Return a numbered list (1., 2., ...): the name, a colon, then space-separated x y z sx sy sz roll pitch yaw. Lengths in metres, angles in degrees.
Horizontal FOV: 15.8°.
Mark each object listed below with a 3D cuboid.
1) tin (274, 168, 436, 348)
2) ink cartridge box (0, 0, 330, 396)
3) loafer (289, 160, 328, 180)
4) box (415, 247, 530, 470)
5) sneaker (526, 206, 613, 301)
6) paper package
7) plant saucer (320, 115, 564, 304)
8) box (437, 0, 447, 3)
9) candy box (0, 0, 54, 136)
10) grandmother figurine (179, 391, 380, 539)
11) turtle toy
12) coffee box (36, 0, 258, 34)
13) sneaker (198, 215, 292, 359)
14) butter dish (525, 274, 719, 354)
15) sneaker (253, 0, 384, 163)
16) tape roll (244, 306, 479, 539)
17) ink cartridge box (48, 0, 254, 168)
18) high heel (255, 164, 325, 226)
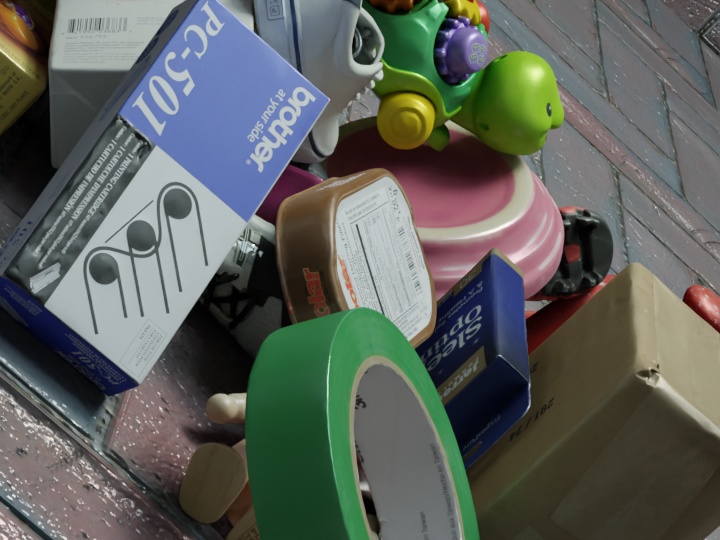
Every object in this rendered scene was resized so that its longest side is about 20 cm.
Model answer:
1. tin: 0.000 0.000 1.508 0.200 0.042 0.112 -34 104 -72
2. ink cartridge box: -0.107 -0.042 1.364 0.094 0.200 0.044 41 -27 -16
3. loafer: -0.034 0.001 1.627 0.072 0.063 0.200 23 37 -48
4. box: 0.049 0.070 1.552 0.032 0.121 0.200 41 18 -15
5. sneaker: 0.072 -0.010 1.806 0.200 0.071 0.098 -7 12 -25
6. paper package: 0.128 0.116 1.498 0.103 0.200 0.191 42 18 -10
7. plant saucer: 0.038 -0.044 1.721 0.200 0.051 0.201 5 36 -4
8. box: 0.029 -0.284 1.605 0.160 0.049 0.200 -100 168 -65
9. candy box: -0.267 -0.169 1.476 0.200 0.056 0.117 42 17 -18
10. grandmother figurine: -0.029 0.106 1.404 0.121 0.061 0.200 54 20 -1
11. turtle toy: 0.046 -0.147 1.706 0.200 0.101 0.146 46 17 -13
12. coffee box: -0.120 -0.255 1.685 0.197 0.200 0.200 22 24 -13
13. sneaker: -0.097 -0.009 1.514 0.088 0.076 0.200 -21 68 -47
14. butter dish: 0.205 0.070 1.866 0.200 0.148 0.199 51 19 15
15. sneaker: -0.019 -0.120 1.567 0.200 0.071 0.073 78 8 -70
16. tape roll: 0.005 0.120 1.322 0.200 0.048 0.201 -16 90 -70
17. ink cartridge box: -0.120 -0.137 1.523 0.116 0.067 0.200 0 33 -2
18. high heel: -0.086 -0.080 1.622 0.067 0.096 0.200 22 29 -51
